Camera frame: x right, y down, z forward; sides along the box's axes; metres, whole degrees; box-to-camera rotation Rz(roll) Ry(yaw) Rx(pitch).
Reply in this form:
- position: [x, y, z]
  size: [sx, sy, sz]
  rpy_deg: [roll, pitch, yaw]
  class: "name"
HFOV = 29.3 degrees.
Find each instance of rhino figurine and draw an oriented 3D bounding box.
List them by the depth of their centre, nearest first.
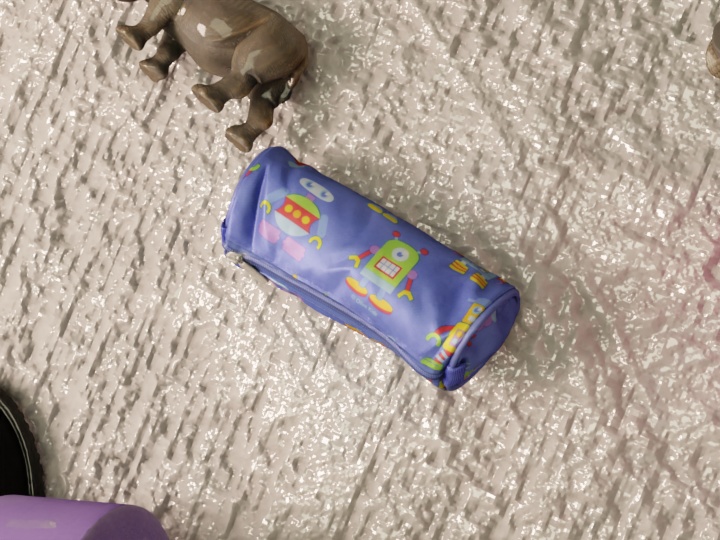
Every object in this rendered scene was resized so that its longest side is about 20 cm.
- position: [-0.119, -0.171, 0.928]
  size: [0.200, 0.060, 0.087]
  rpy_deg: [40, 76, 18]
  class: "rhino figurine"

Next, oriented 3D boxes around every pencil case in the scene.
- position: [0.000, 0.000, 0.861]
  size: [0.199, 0.078, 0.087]
  rpy_deg: [31, 63, 18]
  class: "pencil case"

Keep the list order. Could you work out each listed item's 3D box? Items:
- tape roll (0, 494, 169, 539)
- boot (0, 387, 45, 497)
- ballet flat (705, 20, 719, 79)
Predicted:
- position: [-0.183, 0.238, 0.824]
  size: [0.084, 0.200, 0.202]
  rpy_deg: [2, 84, 16]
  class: "tape roll"
- position: [-0.267, 0.167, 0.879]
  size: [0.079, 0.158, 0.212]
  rpy_deg: [-20, 78, 13]
  class: "boot"
- position: [0.305, -0.122, 0.808]
  size: [0.199, 0.046, 0.068]
  rpy_deg: [1, 52, 11]
  class: "ballet flat"
